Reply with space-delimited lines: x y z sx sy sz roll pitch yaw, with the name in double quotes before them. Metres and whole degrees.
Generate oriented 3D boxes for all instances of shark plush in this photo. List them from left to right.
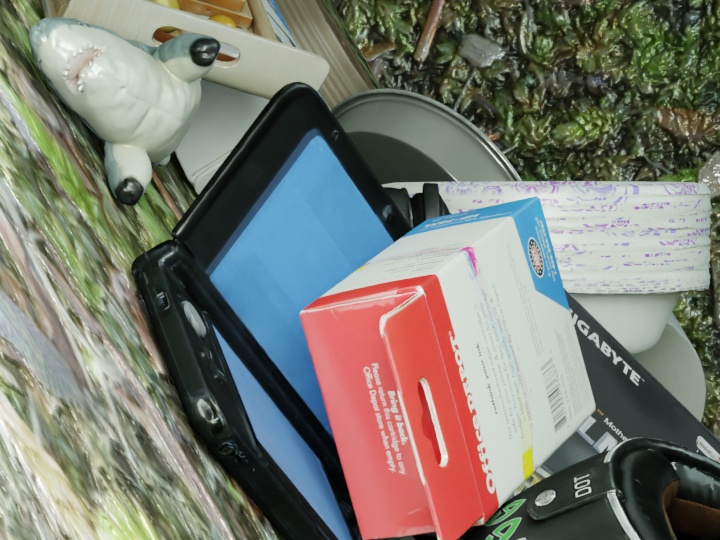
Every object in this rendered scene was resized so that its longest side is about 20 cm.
"shark plush" -0.119 -0.102 1.507 0.083 0.091 0.200 28 12 -1

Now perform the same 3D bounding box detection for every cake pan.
"cake pan" 0.034 -0.024 1.976 0.037 0.200 0.201 -37 98 -41

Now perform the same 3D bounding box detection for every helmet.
"helmet" 0.121 0.195 1.391 0.200 0.191 0.200 31 26 -17

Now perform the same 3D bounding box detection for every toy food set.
"toy food set" -0.100 -0.163 1.613 0.143 0.061 0.200 16 23 -18

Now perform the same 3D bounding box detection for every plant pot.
"plant pot" -0.051 -0.145 2.188 0.201 0.093 0.201 58 5 -7

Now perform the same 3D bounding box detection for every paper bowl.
"paper bowl" 0.109 -0.002 1.767 0.201 0.200 0.105 -41 131 -84

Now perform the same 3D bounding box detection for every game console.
"game console" -0.009 0.046 1.403 0.200 0.116 0.176 53 7 -41

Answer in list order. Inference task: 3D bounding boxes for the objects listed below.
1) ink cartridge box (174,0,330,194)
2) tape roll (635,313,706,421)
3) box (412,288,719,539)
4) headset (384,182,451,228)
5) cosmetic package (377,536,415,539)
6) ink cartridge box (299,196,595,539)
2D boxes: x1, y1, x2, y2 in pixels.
"ink cartridge box" -0.078 -0.113 1.803 0.200 0.084 0.145 63 7 33
"tape roll" 0.120 0.082 1.936 0.203 0.202 0.071 54 7 -40
"box" 0.129 0.130 1.576 0.200 0.050 0.199 45 39 -12
"headset" 0.000 0.000 1.632 0.200 0.123 0.094 11 -77 63
"cosmetic package" 0.076 0.142 1.704 0.090 0.107 0.200 58 7 3
"ink cartridge box" 0.037 0.050 1.397 0.200 0.067 0.117 -34 111 -61
